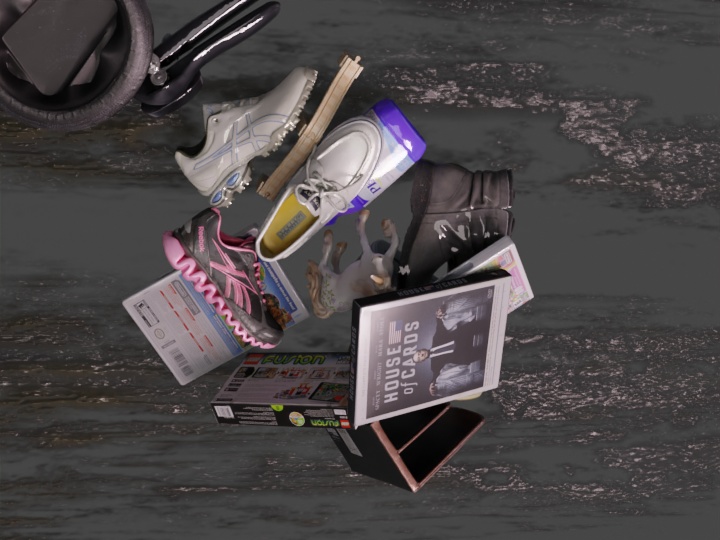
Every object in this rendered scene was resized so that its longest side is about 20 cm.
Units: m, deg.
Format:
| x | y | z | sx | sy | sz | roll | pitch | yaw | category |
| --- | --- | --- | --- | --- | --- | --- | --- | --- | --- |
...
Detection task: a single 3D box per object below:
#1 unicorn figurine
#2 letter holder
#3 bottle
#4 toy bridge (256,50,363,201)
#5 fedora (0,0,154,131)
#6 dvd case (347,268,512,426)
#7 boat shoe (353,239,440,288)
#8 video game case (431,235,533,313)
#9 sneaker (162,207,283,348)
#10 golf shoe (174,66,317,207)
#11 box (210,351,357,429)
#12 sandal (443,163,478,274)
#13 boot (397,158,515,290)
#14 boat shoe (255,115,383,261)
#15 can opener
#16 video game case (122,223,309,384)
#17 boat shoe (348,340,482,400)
| x | y | z | sx | sy | sz | roll | pitch | yaw | category |
| --- | --- | --- | --- | --- | --- | --- | --- | --- | --- |
| 0.000 | 0.000 | 0.971 | 0.073 | 0.140 | 0.200 | 13 | 147 | -22 | unicorn figurine |
| 0.051 | 0.188 | 1.059 | 0.141 | 0.199 | 0.102 | -37 | 98 | -21 | letter holder |
| -0.016 | -0.114 | 0.982 | 0.199 | 0.066 | 0.084 | -39 | 115 | 11 | bottle |
| -0.059 | -0.166 | 0.952 | 0.027 | 0.067 | 0.201 | 31 | 108 | -19 | toy bridge |
| -0.311 | -0.251 | 0.866 | 0.196 | 0.092 | 0.204 | -2 | 117 | -4 | fedora |
| 0.079 | 0.086 | 0.923 | 0.196 | 0.025 | 0.153 | -11 | 118 | -26 | dvd case |
| 0.070 | 0.038 | 1.072 | 0.199 | 0.073 | 0.062 | 41 | 127 | -17 | boat shoe |
| 0.111 | 0.050 | 0.986 | 0.198 | 0.018 | 0.143 | -33 | 146 | 4 | video game case |
| -0.146 | 0.008 | 0.987 | 0.095 | 0.079 | 0.201 | -40 | 115 | -2 | sneaker |
| -0.134 | -0.170 | 0.939 | 0.097 | 0.079 | 0.200 | 40 | 103 | -16 | golf shoe |
| -0.079 | 0.148 | 1.026 | 0.196 | 0.110 | 0.035 | -3 | 119 | 26 | box |
| 0.133 | -0.036 | 1.034 | 0.080 | 0.055 | 0.204 | -11 | 103 | -7 | sandal |
| 0.116 | -0.029 | 0.975 | 0.129 | 0.070 | 0.204 | 10 | 96 | 5 | boot |
| -0.051 | -0.086 | 0.911 | 0.075 | 0.086 | 0.202 | 44 | 106 | -8 | boat shoe |
| -0.177 | -0.252 | 0.906 | 0.199 | 0.079 | 0.064 | -40 | 91 | 4 | can opener |
| -0.184 | 0.047 | 1.052 | 0.197 | 0.018 | 0.145 | -28 | 115 | 6 | video game case |
| 0.083 | 0.117 | 1.099 | 0.197 | 0.072 | 0.067 | 18 | 117 | -10 | boat shoe |
